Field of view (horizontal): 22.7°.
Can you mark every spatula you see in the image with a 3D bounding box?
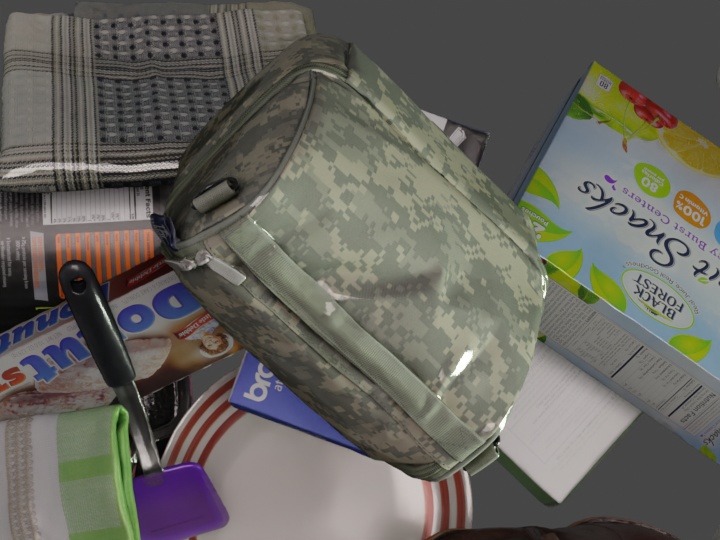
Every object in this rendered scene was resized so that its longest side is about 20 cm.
[{"bbox_3d":[-0.129,0.078,1.008,0.056,0.021,0.201,-18,117,2],"label":"spatula"}]

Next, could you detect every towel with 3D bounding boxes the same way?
[{"bbox_3d":[-0.115,-0.112,1.055,0.191,0.201,0.035,-3,125,-5],"label":"towel"},{"bbox_3d":[-0.213,0.160,1.004,0.199,0.031,0.150,-12,81,22],"label":"towel"}]

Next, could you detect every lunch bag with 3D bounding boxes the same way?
[{"bbox_3d":[-0.005,-0.002,0.910,0.139,0.168,0.200,-40,110,16],"label":"lunch bag"}]

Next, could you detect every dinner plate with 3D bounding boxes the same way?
[{"bbox_3d":[-0.029,0.148,1.094,0.199,0.024,0.202,1,86,-14],"label":"dinner plate"}]

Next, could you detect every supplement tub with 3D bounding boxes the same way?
[{"bbox_3d":[-0.167,-0.020,1.060,0.198,0.123,0.124,-2,84,-5],"label":"supplement tub"}]

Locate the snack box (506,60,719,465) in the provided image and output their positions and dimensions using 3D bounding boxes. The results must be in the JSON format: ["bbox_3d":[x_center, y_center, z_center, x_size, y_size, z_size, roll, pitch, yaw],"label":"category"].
[{"bbox_3d":[0.181,-0.005,1.076,0.199,0.068,0.169,34,50,-1],"label":"snack box"}]

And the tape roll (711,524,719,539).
[{"bbox_3d":[0.314,0.210,1.067,0.201,0.139,0.204,0,84,-4],"label":"tape roll"}]

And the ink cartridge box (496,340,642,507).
[{"bbox_3d":[0.081,0.039,1.105,0.200,0.059,0.104,43,82,3],"label":"ink cartridge box"}]

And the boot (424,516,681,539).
[{"bbox_3d":[0.133,0.184,1.034,0.198,0.166,0.073,4,86,-15],"label":"boot"}]

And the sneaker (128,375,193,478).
[{"bbox_3d":[-0.160,0.129,1.059,0.079,0.095,0.201,27,81,1],"label":"sneaker"}]

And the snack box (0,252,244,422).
[{"bbox_3d":[-0.163,0.053,1.026,0.199,0.024,0.072,-26,128,16],"label":"snack box"}]

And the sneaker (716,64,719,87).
[{"bbox_3d":[0.329,-0.154,1.145,0.146,0.081,0.201,33,78,-10],"label":"sneaker"}]

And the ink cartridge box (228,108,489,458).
[{"bbox_3d":[0.000,0.000,1.053,0.093,0.044,0.201,20,82,2],"label":"ink cartridge box"}]
